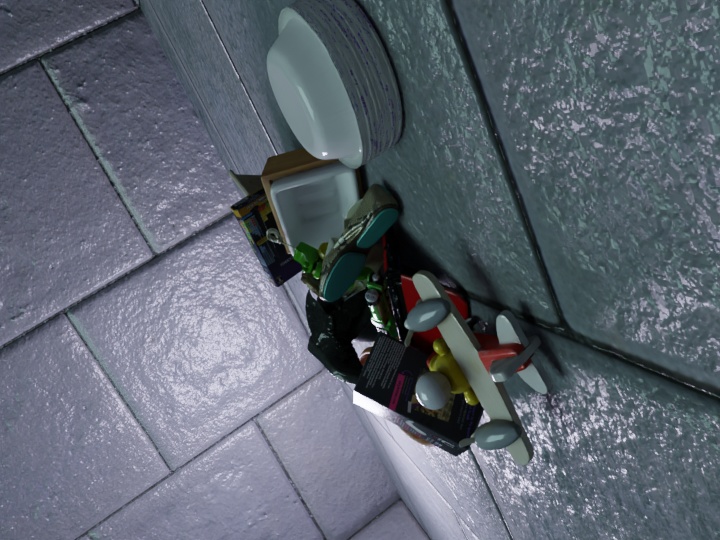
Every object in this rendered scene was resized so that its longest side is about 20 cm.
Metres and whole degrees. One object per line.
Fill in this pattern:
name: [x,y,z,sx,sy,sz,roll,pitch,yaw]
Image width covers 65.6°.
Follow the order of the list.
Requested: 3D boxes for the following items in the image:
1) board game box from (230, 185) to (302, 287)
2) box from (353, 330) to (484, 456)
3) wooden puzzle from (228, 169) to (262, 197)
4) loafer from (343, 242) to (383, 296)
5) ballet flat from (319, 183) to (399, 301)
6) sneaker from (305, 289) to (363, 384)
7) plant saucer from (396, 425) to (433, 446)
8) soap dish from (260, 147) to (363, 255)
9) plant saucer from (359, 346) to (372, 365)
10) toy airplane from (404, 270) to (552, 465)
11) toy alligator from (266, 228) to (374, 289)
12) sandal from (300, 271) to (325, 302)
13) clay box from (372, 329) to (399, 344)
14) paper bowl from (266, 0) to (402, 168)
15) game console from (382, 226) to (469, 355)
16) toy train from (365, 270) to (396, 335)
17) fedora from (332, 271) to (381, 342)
board game box: [-0.121,-0.096,1.055,0.056,0.198,0.168,22,143,59]
box: [0.095,0.201,0.903,0.195,0.108,0.123,25,160,9]
wooden puzzle: [-0.162,-0.148,1.166,0.185,0.195,0.047,47,126,45]
loafer: [0.000,0.000,1.038,0.200,0.066,0.078,130,139,-69]
ballet flat: [-0.012,-0.046,0.857,0.202,0.067,0.076,-55,49,28]
sneaker: [-0.046,0.121,1.034,0.198,0.059,0.107,29,106,47]
plant saucer: [0.099,0.254,1.109,0.199,0.037,0.204,37,145,31]
soap dish: [-0.072,-0.120,0.936,0.202,0.152,0.083,79,174,-56]
plant saucer: [0.086,0.230,1.201,0.196,0.033,0.203,26,148,17]
toy airplane: [0.131,0.121,0.676,0.200,0.139,0.202,48,163,42]
toy alligator: [-0.070,-0.010,0.919,0.195,0.055,0.060,21,137,-7]
sandal: [-0.068,0.013,1.032,0.080,0.055,0.200,38,-179,-2]
clay box: [0.069,0.172,1.257,0.115,0.047,0.203,47,162,40]
paper bowl: [-0.042,-0.221,0.681,0.203,0.103,0.202,54,168,18]
game console: [0.106,0.041,0.880,0.203,0.115,0.176,74,-168,-48]
toy train: [0.038,0.065,0.974,0.041,0.058,0.201,17,159,19]
fedora: [0.004,0.090,1.137,0.090,0.205,0.200,29,-179,-25]
